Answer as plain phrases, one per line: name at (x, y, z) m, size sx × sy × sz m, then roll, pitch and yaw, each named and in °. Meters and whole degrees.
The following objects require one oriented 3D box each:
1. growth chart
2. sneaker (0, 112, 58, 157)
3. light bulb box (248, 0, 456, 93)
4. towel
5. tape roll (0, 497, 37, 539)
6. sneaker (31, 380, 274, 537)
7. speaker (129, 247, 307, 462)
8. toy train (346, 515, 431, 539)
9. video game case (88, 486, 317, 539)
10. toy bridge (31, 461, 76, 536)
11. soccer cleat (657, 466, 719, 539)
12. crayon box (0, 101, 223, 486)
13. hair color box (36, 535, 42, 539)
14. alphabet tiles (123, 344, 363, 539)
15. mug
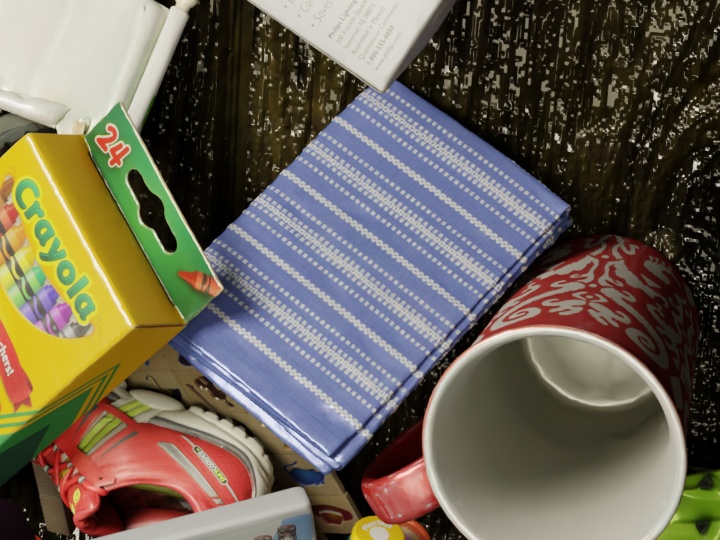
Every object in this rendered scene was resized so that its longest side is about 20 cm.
growth chart at (-0.190, -0.149, 1.516) m, size 0.199 × 0.018 × 0.145 m, roll 26°, pitch 74°, yaw 5°
sneaker at (-0.236, -0.067, 1.559) m, size 0.199 × 0.114 × 0.076 m, roll -27°, pitch 140°, yaw -5°
light bulb box at (-0.007, -0.238, 1.424) m, size 0.200 × 0.125 × 0.199 m, roll 35°, pitch 113°, yaw 1°
towel at (0.000, 0.000, 1.473) m, size 0.145 × 0.024 × 0.200 m, roll 37°, pitch 71°, yaw 22°
tape roll at (-0.242, 0.225, 1.524) m, size 0.084 × 0.200 × 0.201 m, roll -1°, pitch 108°, yaw 14°
sneaker at (-0.148, 0.104, 1.521) m, size 0.199 × 0.085 × 0.077 m, roll 15°, pitch 140°, yaw 15°
speaker at (-0.095, 0.038, 1.559) m, size 0.199 × 0.081 × 0.082 m, roll 24°, pitch 111°, yaw 5°
toy train at (-0.012, 0.199, 1.556) m, size 0.199 × 0.056 × 0.151 m, roll -12°, pitch 114°, yaw 35°
video game case at (-0.112, 0.219, 1.496) m, size 0.199 × 0.022 × 0.183 m, roll -13°, pitch 121°, yaw -9°
toy bridge at (-0.176, 0.122, 1.605) m, size 0.199 × 0.027 × 0.067 m, roll 11°, pitch 134°, yaw 19°
soccer cleat at (0.158, 0.135, 1.541) m, size 0.199 × 0.081 × 0.068 m, roll 5°, pitch 74°, yaw 29°
crayon box at (-0.178, 0.015, 1.473) m, size 0.200 × 0.051 × 0.127 m, roll -41°, pitch 70°, yaw 27°
hair color box at (-0.180, 0.239, 1.655) m, size 0.200 × 0.061 × 0.102 m, roll 35°, pitch 112°, yaw 1°
alphabet tiles at (-0.091, 0.102, 1.560) m, size 0.166 × 0.006 × 0.200 m, roll -2°, pitch 133°, yaw 32°
mug at (0.096, 0.058, 1.458) m, size 0.176 × 0.200 × 0.134 m, roll 4°, pitch 109°, yaw 12°
